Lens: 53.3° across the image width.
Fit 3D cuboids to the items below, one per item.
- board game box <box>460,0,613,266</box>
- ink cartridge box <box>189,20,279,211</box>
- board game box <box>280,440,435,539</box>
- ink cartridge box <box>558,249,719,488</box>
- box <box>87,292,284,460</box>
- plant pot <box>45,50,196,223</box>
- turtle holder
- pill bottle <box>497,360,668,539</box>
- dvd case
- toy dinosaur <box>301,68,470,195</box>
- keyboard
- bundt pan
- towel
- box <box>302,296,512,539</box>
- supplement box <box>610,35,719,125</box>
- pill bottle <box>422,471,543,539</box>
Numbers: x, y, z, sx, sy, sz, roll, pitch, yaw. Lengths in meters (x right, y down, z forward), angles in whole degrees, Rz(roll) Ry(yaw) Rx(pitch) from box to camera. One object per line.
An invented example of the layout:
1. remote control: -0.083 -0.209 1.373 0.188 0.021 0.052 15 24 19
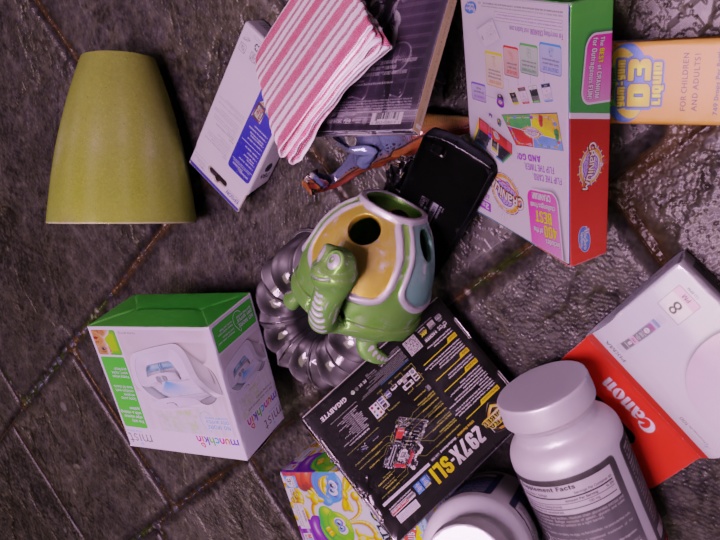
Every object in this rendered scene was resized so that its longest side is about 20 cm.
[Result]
1. board game box: 0.144 -0.127 0.603 0.153 0.039 0.205 -136 33 -57
2. ink cartridge box: -0.130 -0.179 0.851 0.099 0.039 0.201 44 125 12
3. board game box: 0.017 0.264 0.877 0.196 0.104 0.106 -12 101 36
4. ink cartridge box: 0.286 0.108 0.672 0.163 0.057 0.201 46 122 10
5. box: -0.214 0.127 0.896 0.195 0.097 0.181 -1 112 28
6. plant pot: -0.300 -0.163 0.904 0.183 0.185 0.206 3 95 33
7. turtle holder: -0.004 -0.006 0.690 0.141 0.182 0.134 42 116 40
8. pill bottle: 0.215 0.201 0.703 0.114 0.115 0.204 -18 101 37
9. dvd case: 0.023 -0.220 0.661 0.146 0.016 0.205 9 80 45
10. toy dinosaur: 0.017 -0.125 0.737 0.199 0.105 0.183 39 135 9
11. keyboard: 0.067 -0.076 0.728 0.103 0.040 0.201 32 147 5
12. bundt pan: -0.049 0.053 0.861 0.198 0.075 0.208 12 113 30
13. towel: -0.045 -0.213 0.693 0.147 0.030 0.203 -47 39 26
14. box: 0.058 0.154 0.762 0.160 0.199 0.049 49 169 6
15. supplement box: 0.252 -0.154 0.582 0.196 0.068 0.068 9 112 35
16. pill bottle: 0.122 0.272 0.712 0.108 0.199 0.114 -2 84 19
